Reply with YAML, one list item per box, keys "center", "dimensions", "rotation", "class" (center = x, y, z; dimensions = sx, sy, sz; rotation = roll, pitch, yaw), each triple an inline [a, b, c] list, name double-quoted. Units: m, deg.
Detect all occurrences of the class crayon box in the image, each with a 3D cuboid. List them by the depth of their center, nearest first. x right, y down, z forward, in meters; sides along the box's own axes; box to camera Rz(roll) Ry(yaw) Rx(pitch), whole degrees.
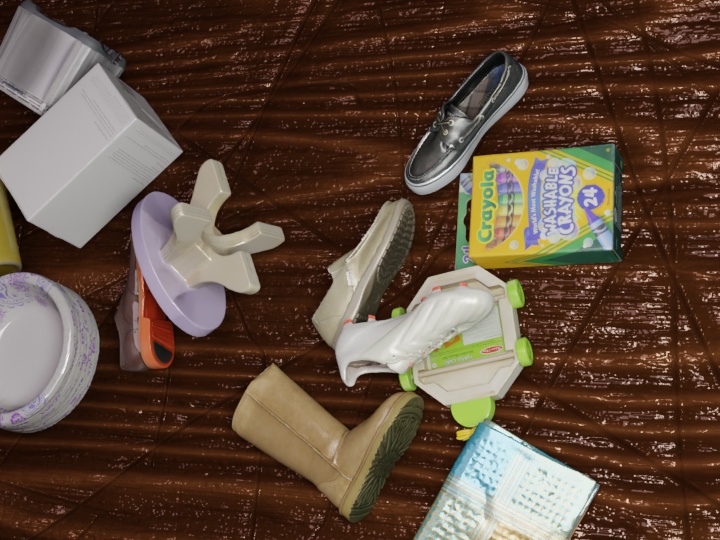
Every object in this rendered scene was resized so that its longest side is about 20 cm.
- center: [0.197, -0.070, 1.467]
  dimensions: [0.199, 0.052, 0.126]
  rotation: [-4, 72, 24]
  class: "crayon box"

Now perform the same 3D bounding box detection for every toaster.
- center: [-0.422, -0.279, 1.787]
  dimensions: [0.200, 0.114, 0.130]
  rotation: [31, 91, 27]
  class: "toaster"

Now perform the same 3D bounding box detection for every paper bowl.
- center: [-0.429, 0.111, 1.664]
  dimensions: [0.200, 0.104, 0.202]
  rotation: [-8, 70, 22]
  class: "paper bowl"

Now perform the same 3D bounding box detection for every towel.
- center: [0.145, 0.278, 1.372]
  dimensions: [0.146, 0.022, 0.201]
  rotation: [30, 88, 12]
  class: "towel"

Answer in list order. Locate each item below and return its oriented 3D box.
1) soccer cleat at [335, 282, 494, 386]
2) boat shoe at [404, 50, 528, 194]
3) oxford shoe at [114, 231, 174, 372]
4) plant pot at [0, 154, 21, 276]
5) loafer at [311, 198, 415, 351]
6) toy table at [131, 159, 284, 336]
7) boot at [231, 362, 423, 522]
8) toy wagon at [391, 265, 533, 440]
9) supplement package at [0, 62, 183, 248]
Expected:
- center: [0.062, 0.075, 1.425]
  dimensions: [0.199, 0.069, 0.078]
  rotation: [-20, 53, 26]
  class: "soccer cleat"
- center: [0.118, -0.181, 1.532]
  dimensions: [0.200, 0.057, 0.069]
  rotation: [-49, 52, 2]
  class: "boat shoe"
- center: [-0.288, 0.032, 1.646]
  dimensions: [0.072, 0.071, 0.201]
  rotation: [-14, 68, 25]
  class: "oxford shoe"
- center: [-0.556, -0.061, 1.739]
  dimensions: [0.200, 0.201, 0.190]
  rotation: [-31, 78, 13]
  class: "plant pot"
- center: [0.000, 0.000, 1.520]
  dimensions: [0.068, 0.076, 0.201]
  rotation: [25, 85, 23]
  class: "loafer"
- center: [-0.194, -0.033, 1.573]
  dimensions: [0.117, 0.184, 0.201]
  rotation: [-35, 74, 28]
  class: "toy table"
- center: [-0.043, 0.169, 1.480]
  dimensions: [0.200, 0.066, 0.176]
  rotation: [36, 101, 30]
  class: "boot"
- center: [0.118, 0.098, 1.455]
  dimensions: [0.154, 0.040, 0.201]
  rotation: [-14, 69, 20]
  class: "toy wagon"
- center: [-0.364, -0.151, 1.711]
  dimensions: [0.200, 0.121, 0.120]
  rotation: [-42, 62, 6]
  class: "supplement package"
